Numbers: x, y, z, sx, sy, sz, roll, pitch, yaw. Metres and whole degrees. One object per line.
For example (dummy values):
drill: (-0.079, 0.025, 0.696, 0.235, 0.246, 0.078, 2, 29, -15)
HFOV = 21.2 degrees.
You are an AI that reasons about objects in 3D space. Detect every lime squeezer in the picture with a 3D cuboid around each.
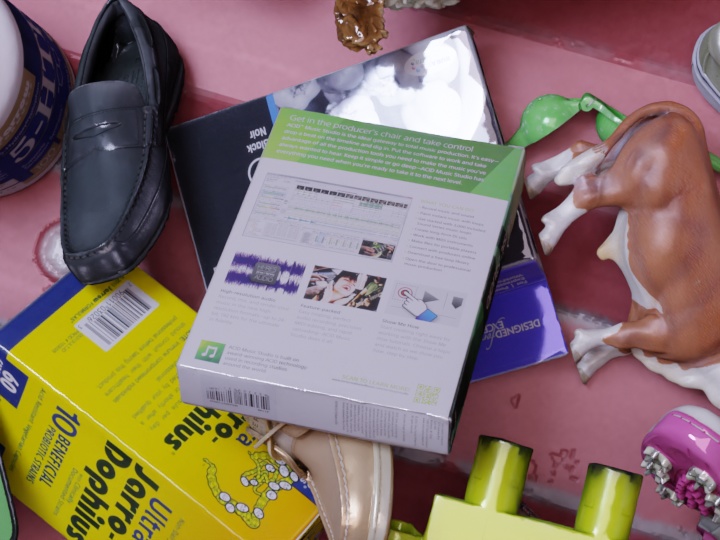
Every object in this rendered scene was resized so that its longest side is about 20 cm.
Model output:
lime squeezer: (0.138, -0.071, 1.139, 0.200, 0.038, 0.071, -4, 84, 5)

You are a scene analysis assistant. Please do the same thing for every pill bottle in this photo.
pill bottle: (-0.242, -0.112, 1.101, 0.120, 0.200, 0.120, -1, 85, 6)

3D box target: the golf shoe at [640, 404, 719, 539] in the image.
golf shoe: (0.213, 0.106, 1.048, 0.075, 0.200, 0.092, 30, 80, 35)

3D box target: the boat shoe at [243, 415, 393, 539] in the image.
boat shoe: (-0.031, 0.073, 1.037, 0.069, 0.074, 0.200, 0, 47, -17)

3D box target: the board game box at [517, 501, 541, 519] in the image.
board game box: (0.104, 0.255, 1.082, 0.200, 0.097, 0.159, 44, 90, 8)

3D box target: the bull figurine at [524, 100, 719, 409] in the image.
bull figurine: (0.173, 0.006, 1.108, 0.121, 0.065, 0.200, -16, 92, 7)

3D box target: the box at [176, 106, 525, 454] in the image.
box: (0.000, 0.000, 1.030, 0.144, 0.036, 0.200, 11, 50, 10)

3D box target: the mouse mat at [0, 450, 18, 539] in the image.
mouse mat: (-0.267, 0.097, 1.117, 0.200, 0.008, 0.161, -20, 82, 44)

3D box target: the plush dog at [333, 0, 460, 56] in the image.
plush dog: (0.067, -0.206, 1.050, 0.172, 0.200, 0.161, -12, 56, 27)

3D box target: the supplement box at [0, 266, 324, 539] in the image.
supplement box: (-0.114, 0.101, 1.093, 0.200, 0.109, 0.110, 37, 46, 8)

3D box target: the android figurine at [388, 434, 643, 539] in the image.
android figurine: (0.083, 0.194, 1.022, 0.182, 0.041, 0.200, 15, 85, 7)

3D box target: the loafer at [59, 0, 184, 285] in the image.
loafer: (-0.144, -0.077, 1.105, 0.068, 0.070, 0.201, -15, 44, 19)

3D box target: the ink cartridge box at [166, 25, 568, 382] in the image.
ink cartridge box: (0.001, -0.018, 1.133, 0.198, 0.043, 0.200, -18, 84, 13)

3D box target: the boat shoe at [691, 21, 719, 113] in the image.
boat shoe: (0.273, -0.073, 1.112, 0.200, 0.062, 0.072, 38, 90, 7)
